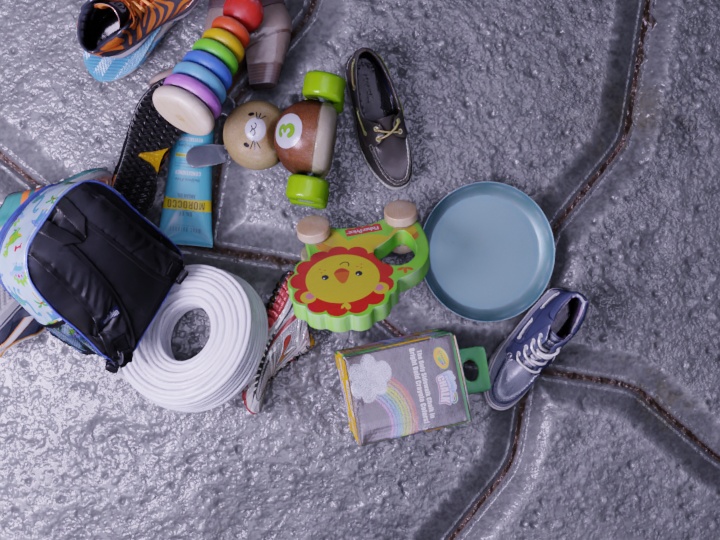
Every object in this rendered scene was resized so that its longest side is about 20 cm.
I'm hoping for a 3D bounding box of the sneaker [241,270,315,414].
[{"bbox_3d":[-0.106,0.106,1.237,0.082,0.078,0.201,24,89,-11],"label":"sneaker"}]

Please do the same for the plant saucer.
[{"bbox_3d":[0.181,-0.026,1.297,0.199,0.027,0.202,0,89,-6],"label":"plant saucer"}]

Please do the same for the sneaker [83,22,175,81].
[{"bbox_3d":[-0.294,-0.334,1.224,0.200,0.081,0.077,-42,96,14],"label":"sneaker"}]

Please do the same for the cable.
[{"bbox_3d":[-0.224,0.086,1.192,0.199,0.069,0.201,26,79,24],"label":"cable"}]

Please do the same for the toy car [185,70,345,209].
[{"bbox_3d":[-0.130,-0.182,1.202,0.198,0.158,0.166,9,89,-1],"label":"toy car"}]

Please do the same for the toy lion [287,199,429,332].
[{"bbox_3d":[0.000,0.000,1.196,0.199,0.192,0.069,-11,133,-7],"label":"toy lion"}]

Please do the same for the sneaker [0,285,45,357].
[{"bbox_3d":[-0.441,0.029,1.204,0.078,0.080,0.200,26,60,27],"label":"sneaker"}]

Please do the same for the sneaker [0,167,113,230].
[{"bbox_3d":[-0.425,-0.087,1.204,0.200,0.072,0.080,-36,55,-23],"label":"sneaker"}]

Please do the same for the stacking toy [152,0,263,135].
[{"bbox_3d":[-0.184,-0.276,1.165,0.085,0.085,0.201,30,70,-6],"label":"stacking toy"}]

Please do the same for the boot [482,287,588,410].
[{"bbox_3d":[0.244,0.110,1.270,0.072,0.090,0.201,31,86,-5],"label":"boot"}]

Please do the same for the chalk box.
[{"bbox_3d":[0.077,0.152,1.236,0.199,0.124,0.125,-11,90,-8],"label":"chalk box"}]

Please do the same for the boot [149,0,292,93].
[{"bbox_3d":[-0.193,-0.321,1.243,0.198,0.070,0.147,-3,82,-5],"label":"boot"}]

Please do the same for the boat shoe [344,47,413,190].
[{"bbox_3d":[0.026,-0.211,1.263,0.071,0.061,0.202,-19,92,-6],"label":"boat shoe"}]

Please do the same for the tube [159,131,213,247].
[{"bbox_3d":[-0.235,-0.135,1.243,0.077,0.050,0.202,5,93,2],"label":"tube"}]

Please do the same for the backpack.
[{"bbox_3d":[-0.348,-0.007,1.118,0.200,0.146,0.184,52,56,-40],"label":"backpack"}]

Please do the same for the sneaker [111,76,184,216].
[{"bbox_3d":[-0.289,-0.168,1.210,0.070,0.090,0.201,21,91,-25],"label":"sneaker"}]

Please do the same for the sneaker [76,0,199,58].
[{"bbox_3d":[-0.271,-0.334,1.120,0.200,0.112,0.078,-42,96,14],"label":"sneaker"}]
